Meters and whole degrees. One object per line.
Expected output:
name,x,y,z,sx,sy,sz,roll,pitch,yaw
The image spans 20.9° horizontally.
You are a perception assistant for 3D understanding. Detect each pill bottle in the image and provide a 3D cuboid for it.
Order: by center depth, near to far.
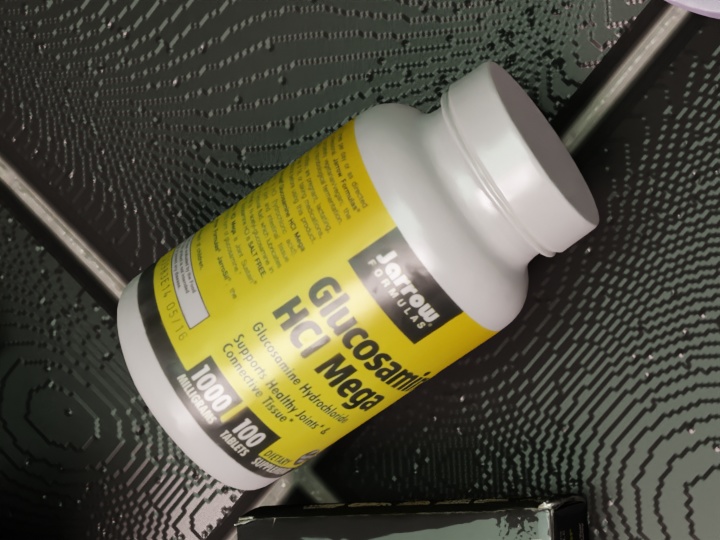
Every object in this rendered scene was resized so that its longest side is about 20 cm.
pill bottle,0.000,0.000,0.854,0.199,0.112,0.113,-35,77,16

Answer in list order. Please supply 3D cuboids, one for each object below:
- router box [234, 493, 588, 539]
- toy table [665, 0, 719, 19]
router box,0.028,0.202,0.864,0.149,0.062,0.202,-4,87,21
toy table,0.120,-0.201,0.814,0.200,0.117,0.184,46,103,14
